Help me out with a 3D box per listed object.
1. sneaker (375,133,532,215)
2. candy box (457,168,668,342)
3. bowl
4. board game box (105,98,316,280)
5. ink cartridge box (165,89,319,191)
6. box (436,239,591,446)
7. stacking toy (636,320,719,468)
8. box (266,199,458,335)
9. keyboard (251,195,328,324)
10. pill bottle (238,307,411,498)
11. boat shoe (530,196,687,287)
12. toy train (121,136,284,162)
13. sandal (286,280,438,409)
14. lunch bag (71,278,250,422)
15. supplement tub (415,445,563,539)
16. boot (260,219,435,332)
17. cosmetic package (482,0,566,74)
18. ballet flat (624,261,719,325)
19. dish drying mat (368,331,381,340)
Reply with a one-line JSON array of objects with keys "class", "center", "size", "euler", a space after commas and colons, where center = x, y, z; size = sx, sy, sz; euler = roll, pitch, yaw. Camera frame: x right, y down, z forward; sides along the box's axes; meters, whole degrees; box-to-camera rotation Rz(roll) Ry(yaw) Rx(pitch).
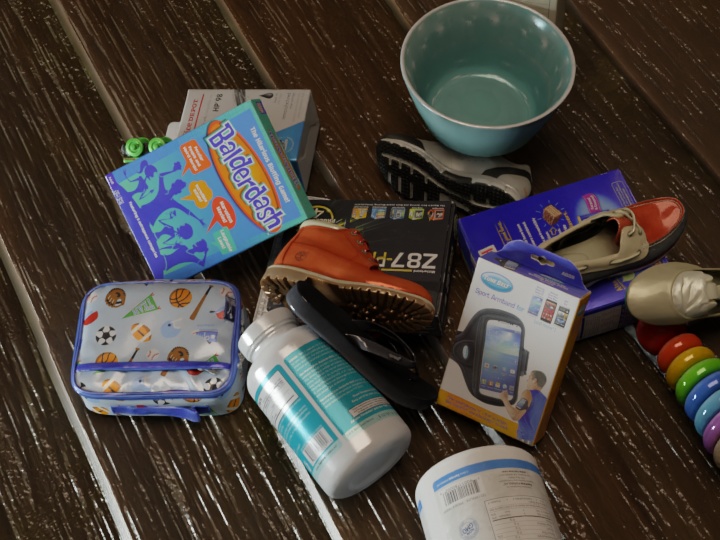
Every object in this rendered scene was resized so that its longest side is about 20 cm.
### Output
[{"class": "sneaker", "center": [0.113, -0.118, 1.725], "size": [0.200, 0.074, 0.080], "euler": [24, 47, 16]}, {"class": "candy box", "center": [0.229, -0.006, 1.621], "size": [0.200, 0.077, 0.169], "euler": [-16, 57, -6]}, {"class": "bowl", "center": [0.144, -0.212, 1.682], "size": [0.201, 0.105, 0.201], "euler": [1, 57, -2]}, {"class": "board game box", "center": [-0.173, -0.086, 1.658], "size": [0.200, 0.045, 0.152], "euler": [-26, 91, 13]}, {"class": "ink cartridge box", "center": [-0.160, -0.160, 1.771], "size": [0.200, 0.067, 0.116], "euler": [1, 56, 11]}, {"class": "box", "center": [0.162, 0.072, 1.515], "size": [0.119, 0.200, 0.041], "euler": [23, 24, 21]}, {"class": "stacking toy", "center": [0.360, 0.115, 1.526], "size": [0.085, 0.085, 0.200], "euler": [-26, 53, -11]}, {"class": "box", "center": [0.005, -0.006, 1.646], "size": [0.200, 0.049, 0.161], "euler": [2, 57, 13]}, {"class": "keyboard", "center": [-0.081, -0.008, 1.698], "size": [0.056, 0.011, 0.200], "euler": [6, 57, 11]}, {"class": "pill bottle", "center": [-0.045, 0.134, 1.521], "size": [0.111, 0.111, 0.200], "euler": [-33, 68, -15]}, {"class": "boat shoe", "center": [0.269, -0.033, 1.553], "size": [0.200, 0.063, 0.071], "euler": [-24, 58, -12]}, {"class": "toy train", "center": [-0.186, -0.131, 1.699], "size": [0.200, 0.042, 0.056], "euler": [-1, 97, 11]}, {"class": "sandal", "center": [0.009, 0.078, 1.517], "size": [0.043, 0.200, 0.076], "euler": [-46, 15, 15]}, {"class": "lunch bag", "center": [-0.219, 0.091, 1.611], "size": [0.200, 0.076, 0.160], "euler": [-1, 58, 7]}, {"class": "supplement tub", "center": [0.137, 0.285, 1.402], "size": [0.132, 0.132, 0.200], "euler": [-14, 56, -3]}, {"class": "boot", "center": [0.000, 0.000, 1.570], "size": [0.200, 0.075, 0.107], "euler": [15, 56, 22]}, {"class": "cosmetic package", "center": [0.193, -0.304, 1.746], "size": [0.103, 0.200, 0.073], "euler": [13, 39, 13]}, {"class": "ballet flat", "center": [0.372, 0.022, 1.537], "size": [0.200, 0.069, 0.070], "euler": [-4, 48, -36]}, {"class": "dish drying mat", "center": [-0.024, 0.071, 1.633], "size": [0.077, 0.018, 0.200], "euler": [31, 65, 25]}]
